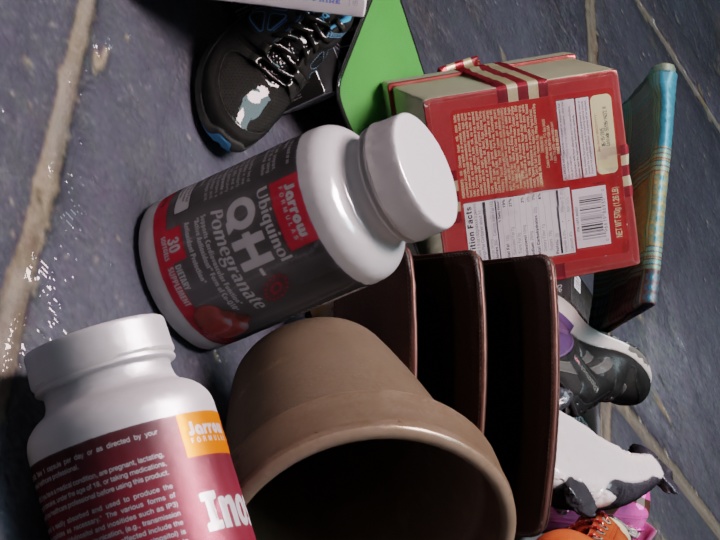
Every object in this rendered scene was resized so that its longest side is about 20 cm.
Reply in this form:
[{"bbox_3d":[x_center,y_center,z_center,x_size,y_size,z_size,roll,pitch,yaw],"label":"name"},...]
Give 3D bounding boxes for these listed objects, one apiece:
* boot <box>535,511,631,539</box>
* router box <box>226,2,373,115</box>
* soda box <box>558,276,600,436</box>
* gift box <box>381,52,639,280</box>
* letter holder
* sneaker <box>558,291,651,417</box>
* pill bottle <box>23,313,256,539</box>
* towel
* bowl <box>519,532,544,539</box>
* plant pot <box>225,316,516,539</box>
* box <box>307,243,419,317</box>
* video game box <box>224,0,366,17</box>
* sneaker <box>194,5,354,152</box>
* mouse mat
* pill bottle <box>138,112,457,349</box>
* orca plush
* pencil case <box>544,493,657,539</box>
[{"bbox_3d":[0.166,0.220,1.578,0.200,0.075,0.108,48,27,-53],"label":"boot"},{"bbox_3d":[-0.042,-0.218,1.742,0.158,0.052,0.200,67,24,-1],"label":"router box"},{"bbox_3d":[0.175,0.092,1.916,0.063,0.071,0.200,53,28,-33],"label":"soda box"},{"bbox_3d":[0.131,-0.076,1.704,0.187,0.199,0.185,-138,-136,-75],"label":"gift box"},{"bbox_3d":[0.060,0.086,1.494,0.100,0.142,0.201,8,81,-41],"label":"letter holder"},{"bbox_3d":[0.168,0.090,1.727,0.200,0.076,0.088,32,59,-45],"label":"sneaker"},{"bbox_3d":[-0.124,0.132,1.200,0.113,0.113,0.201,1,69,-64],"label":"pill bottle"},{"bbox_3d":[0.221,-0.056,1.723,0.147,0.022,0.201,130,-31,-73],"label":"towel"},{"bbox_3d":[0.126,0.307,1.607,0.201,0.090,0.202,45,33,-41],"label":"bowl"},{"bbox_3d":[-0.018,0.126,1.380,0.200,0.200,0.175,48,12,-37],"label":"plant pot"},{"bbox_3d":[0.000,0.000,1.638,0.117,0.060,0.201,-4,74,-65],"label":"box"},{"bbox_3d":[-0.076,-0.270,1.575,0.200,0.181,0.047,-82,-179,-48],"label":"video game box"},{"bbox_3d":[-0.057,-0.176,1.582,0.073,0.082,0.200,41,58,-22],"label":"sneaker"},{"bbox_3d":[0.025,-0.135,1.769,0.200,0.007,0.161,70,30,-44],"label":"mouse mat"},{"bbox_3d":[-0.040,-0.030,1.407,0.111,0.199,0.111,45,32,-39],"label":"pill bottle"},{"bbox_3d":[0.151,0.147,1.603,0.200,0.071,0.106,0,62,-52],"label":"orca plush"},{"bbox_3d":[0.141,0.179,1.674,0.199,0.091,0.094,6,39,-35],"label":"pencil case"}]
